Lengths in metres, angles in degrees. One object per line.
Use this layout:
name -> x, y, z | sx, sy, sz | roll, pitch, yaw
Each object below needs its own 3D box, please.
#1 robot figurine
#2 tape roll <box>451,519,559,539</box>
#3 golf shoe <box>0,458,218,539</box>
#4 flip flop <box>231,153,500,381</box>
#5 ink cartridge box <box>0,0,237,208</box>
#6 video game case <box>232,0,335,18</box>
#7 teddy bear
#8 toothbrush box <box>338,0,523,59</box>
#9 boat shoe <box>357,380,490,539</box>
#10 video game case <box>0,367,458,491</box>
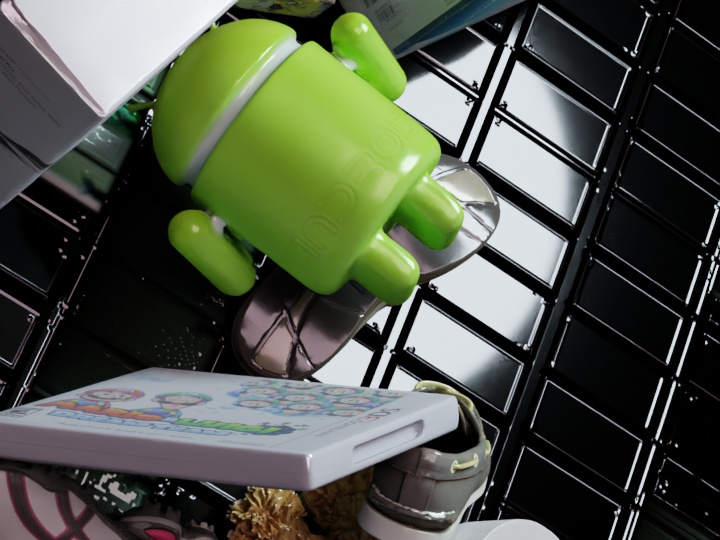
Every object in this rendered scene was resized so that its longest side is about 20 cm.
robot figurine -> -0.035, -0.066, 1.476 | 0.200, 0.116, 0.175 | 37, 82, 4
tape roll -> 0.083, 0.244, 1.457 | 0.203, 0.037, 0.203 | 17, 70, -57
golf shoe -> -0.170, 0.154, 1.381 | 0.200, 0.077, 0.088 | 23, 69, -22
flip flop -> 0.000, 0.000, 1.557 | 0.200, 0.058, 0.081 | -42, 87, -19
ink cartridge box -> -0.166, -0.118, 1.405 | 0.084, 0.200, 0.145 | 48, 55, -7
video game case -> -0.108, -0.264, 1.596 | 0.181, 0.036, 0.200 | 4, 70, -31
teddy bear -> 0.002, 0.199, 1.473 | 0.145, 0.067, 0.200 | -4, 75, -31
toothbrush box -> 0.096, -0.222, 1.640 | 0.200, 0.146, 0.085 | -29, 89, -37
boat shoe -> 0.044, 0.101, 1.477 | 0.072, 0.060, 0.202 | 18, 17, 3
video game case -> -0.074, 0.082, 1.361 | 0.182, 0.200, 0.024 | -16, 107, -63
